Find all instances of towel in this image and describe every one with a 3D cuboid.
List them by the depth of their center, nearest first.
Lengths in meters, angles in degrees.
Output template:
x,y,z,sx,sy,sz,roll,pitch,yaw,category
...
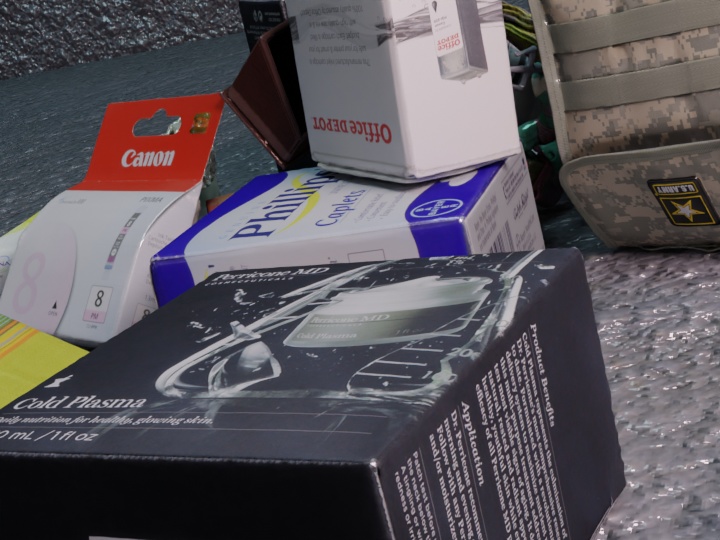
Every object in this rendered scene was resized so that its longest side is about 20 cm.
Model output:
x,y,z,sx,sy,sz,roll,pitch,yaw,category
-0.194,0.070,0.768,0.199,0.018,0.086,20,33,19,towel
0.187,-0.143,1.022,0.023,0.199,0.144,-54,25,6,towel

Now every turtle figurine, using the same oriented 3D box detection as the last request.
x,y,z,sx,sy,sz,roll,pitch,yaw,category
0.103,-0.090,0.944,0.149,0.102,0.199,-6,-9,41,turtle figurine

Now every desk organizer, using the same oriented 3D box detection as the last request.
x,y,z,sx,sy,sz,roll,pitch,yaw,category
0.000,-0.166,0.958,0.200,0.072,0.077,-39,-4,-34,desk organizer

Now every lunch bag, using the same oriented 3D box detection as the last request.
x,y,z,sx,sy,sz,roll,pitch,yaw,category
0.211,-0.106,0.833,0.163,0.201,0.117,-3,14,42,lunch bag

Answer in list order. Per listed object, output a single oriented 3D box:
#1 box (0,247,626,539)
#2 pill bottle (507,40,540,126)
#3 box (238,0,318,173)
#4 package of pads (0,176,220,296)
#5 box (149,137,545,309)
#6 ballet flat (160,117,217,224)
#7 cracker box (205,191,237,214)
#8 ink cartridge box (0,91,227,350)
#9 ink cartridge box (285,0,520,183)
x,y,z,sx,sy,sz,roll,pitch,yaw,category
-0.022,0.084,0.532,0.199,0.125,0.196,-4,17,30,box
0.085,-0.157,1.111,0.199,0.111,0.111,26,15,-8,pill bottle
0.011,-0.183,1.237,0.196,0.201,0.117,-20,18,-23,box
-0.222,-0.027,1.144,0.153,0.069,0.200,-8,17,16,package of pads
0.000,0.000,0.815,0.199,0.106,0.184,-8,17,20,box
-0.157,-0.081,1.071,0.071,0.072,0.200,-11,24,7,ballet flat
-0.021,-0.044,1.059,0.199,0.058,0.134,-15,16,-6,cracker box
-0.188,-0.041,0.971,0.162,0.201,0.057,3,-11,45,ink cartridge box
0.017,-0.163,0.801,0.084,0.201,0.145,-14,14,-24,ink cartridge box
